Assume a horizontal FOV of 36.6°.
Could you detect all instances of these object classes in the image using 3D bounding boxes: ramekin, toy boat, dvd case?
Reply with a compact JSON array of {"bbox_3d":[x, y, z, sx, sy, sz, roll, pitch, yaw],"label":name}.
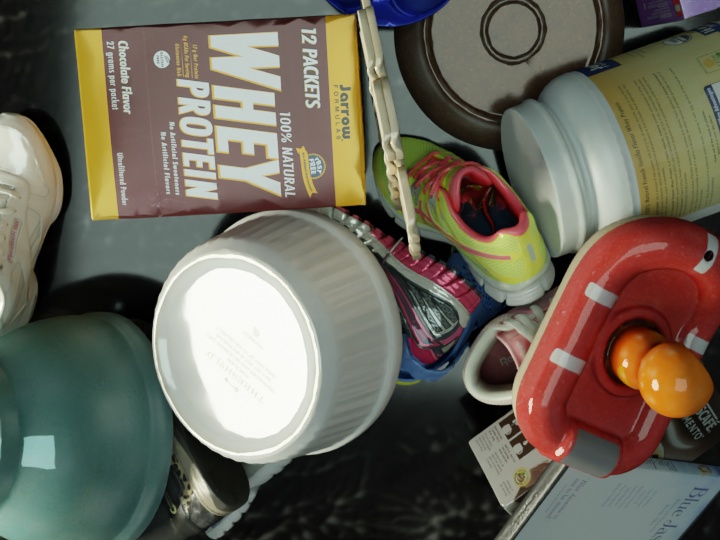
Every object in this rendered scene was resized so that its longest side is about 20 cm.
[{"bbox_3d":[-0.073,0.056,0.851,0.199,0.094,0.206,5,101,28],"label":"ramekin"},{"bbox_3d":[0.205,0.062,0.781,0.129,0.131,0.202,22,96,-24],"label":"toy boat"},{"bbox_3d":[0.207,0.214,0.924,0.198,0.018,0.144,11,121,-33],"label":"dvd case"}]

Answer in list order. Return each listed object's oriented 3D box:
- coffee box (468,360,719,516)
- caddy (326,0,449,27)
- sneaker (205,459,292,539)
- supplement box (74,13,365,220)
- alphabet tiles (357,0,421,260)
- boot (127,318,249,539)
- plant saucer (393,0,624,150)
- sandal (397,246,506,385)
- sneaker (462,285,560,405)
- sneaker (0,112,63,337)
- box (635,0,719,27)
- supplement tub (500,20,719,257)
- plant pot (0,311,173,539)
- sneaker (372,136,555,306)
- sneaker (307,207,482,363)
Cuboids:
[{"bbox_3d":[0.209,0.140,0.933,0.199,0.080,0.113,-38,131,8],"label":"coffee box"},{"bbox_3d":[0.024,-0.297,0.860,0.139,0.105,0.204,5,83,-5],"label":"caddy"},{"bbox_3d":[-0.100,0.144,0.963,0.082,0.075,0.201,37,100,-8],"label":"sneaker"},{"bbox_3d":[-0.096,-0.122,0.850,0.196,0.197,0.135,-3,100,1],"label":"supplement box"},{"bbox_3d":[0.017,-0.110,0.788,0.014,0.200,0.199,-12,81,2],"label":"alphabet tiles"},{"bbox_3d":[-0.192,0.160,0.951,0.151,0.073,0.201,-46,66,24],"label":"boot"},{"bbox_3d":[0.126,-0.201,0.916,0.197,0.035,0.204,0,102,1],"label":"plant saucer"},{"bbox_3d":[0.089,0.026,0.933,0.079,0.087,0.201,37,97,-4],"label":"sandal"},{"bbox_3d":[0.166,0.048,0.868,0.199,0.104,0.076,-32,83,21],"label":"sneaker"},{"bbox_3d":[-0.303,-0.030,0.922,0.074,0.100,0.203,9,99,1],"label":"sneaker"},{"bbox_3d":[0.326,-0.240,0.852,0.197,0.137,0.040,-17,100,5],"label":"box"},{"bbox_3d":[0.224,-0.101,0.863,0.197,0.144,0.147,-19,100,-6],"label":"supplement tub"},{"bbox_3d":[-0.265,0.132,0.883,0.198,0.133,0.204,-5,83,41],"label":"plant pot"},{"bbox_3d":[0.079,-0.062,0.876,0.078,0.091,0.199,-41,55,-14],"label":"sneaker"},{"bbox_3d":[0.000,0.000,0.892,0.199,0.081,0.075,30,87,28],"label":"sneaker"}]
